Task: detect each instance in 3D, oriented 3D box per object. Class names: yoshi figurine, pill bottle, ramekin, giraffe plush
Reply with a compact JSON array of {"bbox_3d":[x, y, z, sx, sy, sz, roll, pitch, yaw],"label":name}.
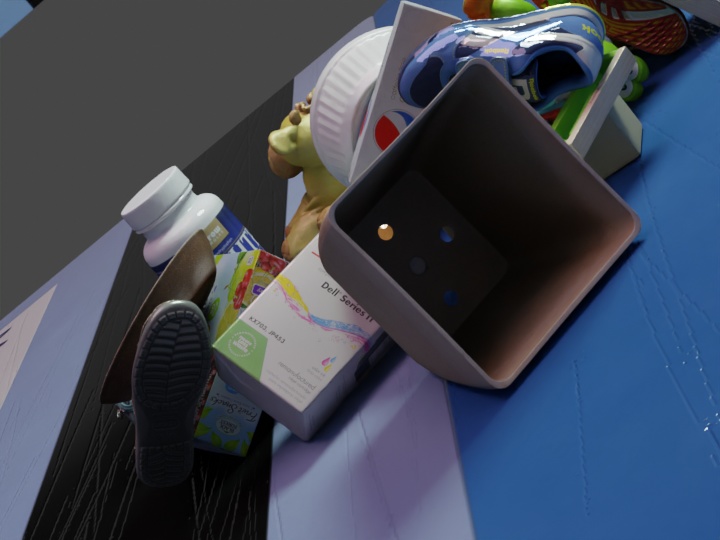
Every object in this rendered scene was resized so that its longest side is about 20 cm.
[{"bbox_3d":[0.189,-0.219,1.677,0.113,0.199,0.112,96,-163,-49],"label":"yoshi figurine"},{"bbox_3d":[-0.194,-0.023,2.047,0.120,0.200,0.120,-38,16,12],"label":"pill bottle"},{"bbox_3d":[0.049,-0.168,1.887,0.202,0.202,0.094,-41,25,0],"label":"ramekin"},{"bbox_3d":[-0.047,-0.125,2.043,0.200,0.162,0.173,-36,15,20],"label":"giraffe plush"}]

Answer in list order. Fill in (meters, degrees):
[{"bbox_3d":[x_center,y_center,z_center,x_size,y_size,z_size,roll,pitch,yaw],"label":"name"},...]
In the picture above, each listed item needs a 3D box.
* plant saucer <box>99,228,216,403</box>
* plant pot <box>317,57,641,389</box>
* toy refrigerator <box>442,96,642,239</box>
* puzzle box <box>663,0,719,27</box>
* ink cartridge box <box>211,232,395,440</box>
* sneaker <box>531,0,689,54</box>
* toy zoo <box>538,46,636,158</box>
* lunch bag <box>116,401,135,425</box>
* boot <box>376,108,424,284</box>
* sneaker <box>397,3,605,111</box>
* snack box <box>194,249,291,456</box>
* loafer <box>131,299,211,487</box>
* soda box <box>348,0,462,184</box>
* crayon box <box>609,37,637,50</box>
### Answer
[{"bbox_3d":[-0.194,0.054,1.675,0.201,0.037,0.200,-61,-2,-3],"label":"plant saucer"},{"bbox_3d":[0.078,-0.022,1.426,0.200,0.200,0.177,-47,4,-21],"label":"plant pot"},{"bbox_3d":[0.169,-0.097,1.613,0.200,0.070,0.076,-35,16,25],"label":"toy refrigerator"},{"bbox_3d":[0.287,-0.319,1.722,0.133,0.199,0.025,-73,7,-62],"label":"puzzle box"},{"bbox_3d":[-0.032,0.047,1.590,0.200,0.117,0.067,-48,-22,-22],"label":"ink cartridge box"},{"bbox_3d":[0.245,-0.278,1.735,0.073,0.199,0.077,-60,-2,17],"label":"sneaker"},{"bbox_3d":[0.160,-0.135,1.581,0.200,0.020,0.131,-16,35,51],"label":"toy zoo"},{"bbox_3d":[-0.194,0.109,1.912,0.200,0.077,0.160,-44,15,-11],"label":"lunch bag"},{"bbox_3d":[0.047,-0.077,1.583,0.155,0.074,0.200,-55,21,12],"label":"boot"},{"bbox_3d":[0.129,-0.184,1.540,0.199,0.074,0.083,-15,45,14],"label":"sneaker"},{"bbox_3d":[-0.140,0.085,1.732,0.169,0.067,0.201,-3,65,66],"label":"snack box"},{"bbox_3d":[-0.188,0.109,1.594,0.070,0.075,0.201,-118,35,-56],"label":"loafer"},{"bbox_3d":[0.046,-0.181,1.787,0.064,0.068,0.201,-98,25,-80],"label":"soda box"},{"bbox_3d":[0.246,-0.262,1.842,0.126,0.051,0.200,-17,13,-10],"label":"crayon box"}]
